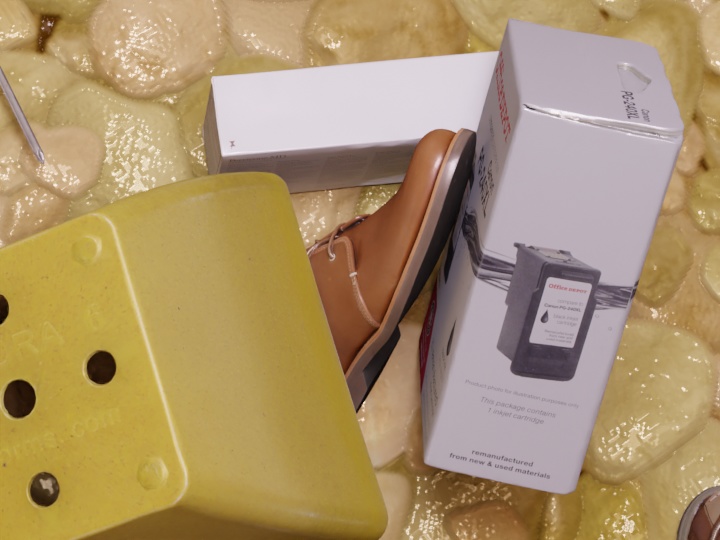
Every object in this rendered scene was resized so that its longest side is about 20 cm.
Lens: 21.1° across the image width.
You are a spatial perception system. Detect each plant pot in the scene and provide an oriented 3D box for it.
[{"bbox_3d":[-0.127,0.066,0.937,0.199,0.176,0.201,-20,80,14],"label":"plant pot"}]

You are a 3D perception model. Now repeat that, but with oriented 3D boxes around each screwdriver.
[{"bbox_3d":[-0.224,-0.145,1.087,0.029,0.028,0.201,-26,81,18],"label":"screwdriver"}]

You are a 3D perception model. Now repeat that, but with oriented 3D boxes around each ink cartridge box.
[{"bbox_3d":[0.092,-0.012,0.993,0.083,0.145,0.201,12,114,-4],"label":"ink cartridge box"}]

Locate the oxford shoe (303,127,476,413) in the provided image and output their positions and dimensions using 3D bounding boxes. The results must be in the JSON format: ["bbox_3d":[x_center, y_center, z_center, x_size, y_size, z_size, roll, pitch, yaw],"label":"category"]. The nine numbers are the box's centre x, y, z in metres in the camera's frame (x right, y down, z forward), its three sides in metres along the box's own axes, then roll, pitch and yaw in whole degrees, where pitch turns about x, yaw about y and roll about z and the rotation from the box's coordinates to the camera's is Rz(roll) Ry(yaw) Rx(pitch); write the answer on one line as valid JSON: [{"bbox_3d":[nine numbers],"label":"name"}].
[{"bbox_3d":[0.000,0.000,1.011,0.071,0.201,0.071,32,33,5],"label":"oxford shoe"}]

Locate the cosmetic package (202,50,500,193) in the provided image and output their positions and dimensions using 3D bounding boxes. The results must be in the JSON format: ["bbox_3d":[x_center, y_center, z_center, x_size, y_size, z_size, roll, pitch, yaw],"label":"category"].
[{"bbox_3d":[0.015,-0.083,1.078,0.198,0.083,0.051,-6,78,-10],"label":"cosmetic package"}]

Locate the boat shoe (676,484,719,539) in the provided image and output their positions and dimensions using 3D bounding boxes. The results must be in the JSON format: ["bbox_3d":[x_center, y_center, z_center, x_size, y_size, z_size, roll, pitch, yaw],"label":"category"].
[{"bbox_3d":[0.205,0.213,1.040,0.075,0.072,0.202,-1,77,-9],"label":"boat shoe"}]
